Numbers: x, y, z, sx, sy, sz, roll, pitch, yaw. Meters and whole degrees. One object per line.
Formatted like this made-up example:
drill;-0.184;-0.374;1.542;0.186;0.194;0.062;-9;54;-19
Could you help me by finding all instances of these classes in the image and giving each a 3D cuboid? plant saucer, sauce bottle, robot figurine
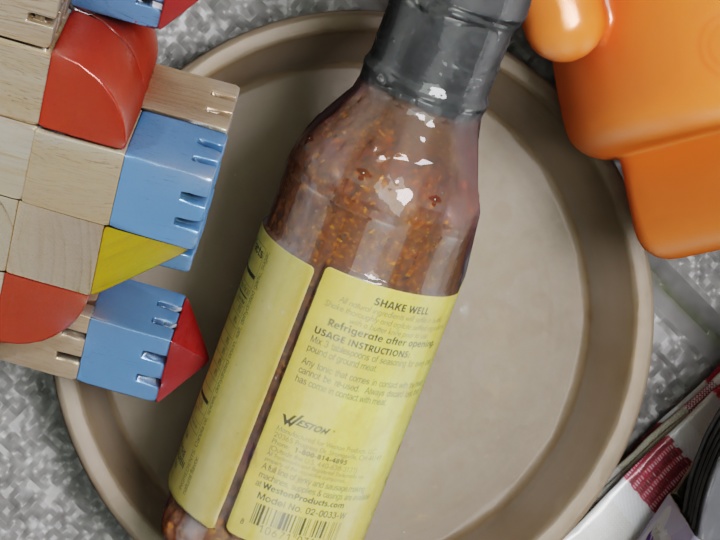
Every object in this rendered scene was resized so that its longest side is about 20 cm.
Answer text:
plant saucer;-0.003;0.016;0.849;0.200;0.029;0.200;-1;93;-13
sauce bottle;0.000;0.000;0.778;0.066;0.066;0.200;19;106;-14
robot figurine;0.112;-0.107;0.818;0.144;0.117;0.200;-10;87;0

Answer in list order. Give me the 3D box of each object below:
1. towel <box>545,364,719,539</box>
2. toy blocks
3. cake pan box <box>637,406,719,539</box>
towel;0.129;0.119;0.892;0.200;0.023;0.144;-43;104;-6
toy blocks;-0.098;-0.035;0.746;0.137;0.100;0.200;15;124;-2
cake pan box;0.200;0.087;0.852;0.200;0.052;0.184;31;99;-14
